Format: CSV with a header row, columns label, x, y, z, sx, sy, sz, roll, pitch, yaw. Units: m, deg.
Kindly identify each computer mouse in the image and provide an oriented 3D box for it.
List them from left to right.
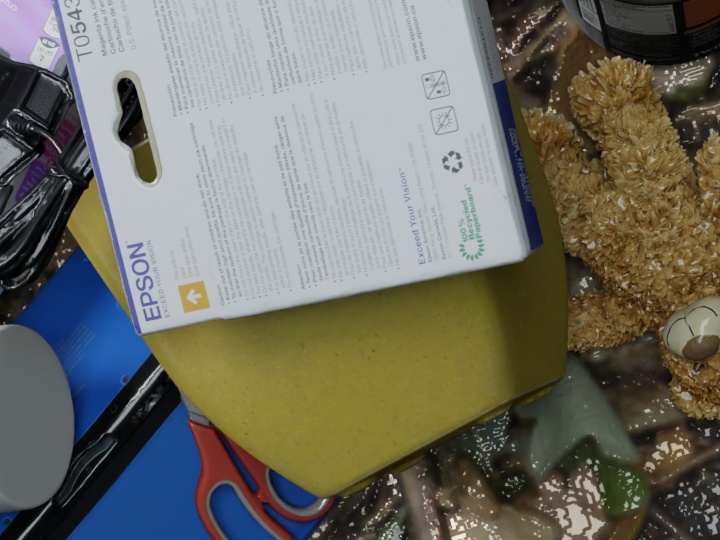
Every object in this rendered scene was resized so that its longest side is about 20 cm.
label,x,y,z,sx,sy,sz,roll,pitch,yaw
computer mouse,-0.193,-0.047,1.449,0.200,0.046,0.141,14,65,44

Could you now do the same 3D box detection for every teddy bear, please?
label,x,y,z,sx,sy,sz,roll,pitch,yaw
teddy bear,0.152,-0.018,1.531,0.145,0.067,0.200,-18,79,8

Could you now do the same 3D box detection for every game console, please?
label,x,y,z,sx,sy,sz,roll,pitch,yaw
game console,-0.134,0.114,1.578,0.200,0.118,0.171,-50,47,-2

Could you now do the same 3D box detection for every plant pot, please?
label,x,y,z,sx,sy,sz,roll,pitch,yaw
plant pot,0.000,0.000,1.475,0.194,0.195,0.200,-29,84,19

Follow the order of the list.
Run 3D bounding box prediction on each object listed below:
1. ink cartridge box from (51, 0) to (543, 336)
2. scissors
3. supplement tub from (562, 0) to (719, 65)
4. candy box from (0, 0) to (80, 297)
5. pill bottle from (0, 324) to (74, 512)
label,x,y,z,sx,sy,sz,roll,pitch,yaw
ink cartridge box,-0.032,-0.084,1.357,0.200,0.043,0.197,-11,97,19
scissors,-0.087,0.075,1.518,0.073,0.014,0.200,-41,112,-3
supplement tub,0.152,-0.183,1.488,0.122,0.200,0.123,-1,81,8
candy box,-0.241,-0.091,1.560,0.168,0.072,0.200,23,85,10
pill bottle,-0.257,0.085,1.522,0.200,0.114,0.115,-8,80,28
